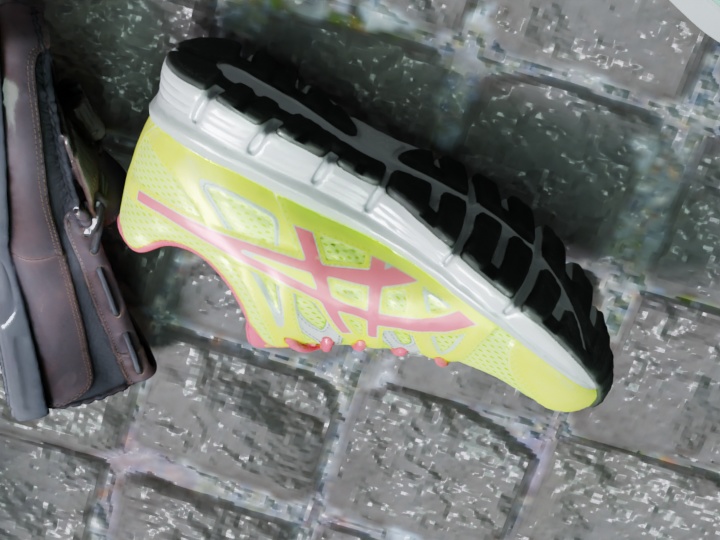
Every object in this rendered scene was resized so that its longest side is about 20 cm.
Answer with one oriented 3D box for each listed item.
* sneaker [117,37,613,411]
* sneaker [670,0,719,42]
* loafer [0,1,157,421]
[{"bbox_3d":[0.000,0.000,1.044,0.200,0.078,0.090,33,113,-2],"label":"sneaker"},{"bbox_3d":[0.102,-0.159,0.897,0.200,0.074,0.118,32,136,-28],"label":"sneaker"},{"bbox_3d":[-0.111,-0.024,1.071,0.063,0.072,0.200,-7,137,-8],"label":"loafer"}]
